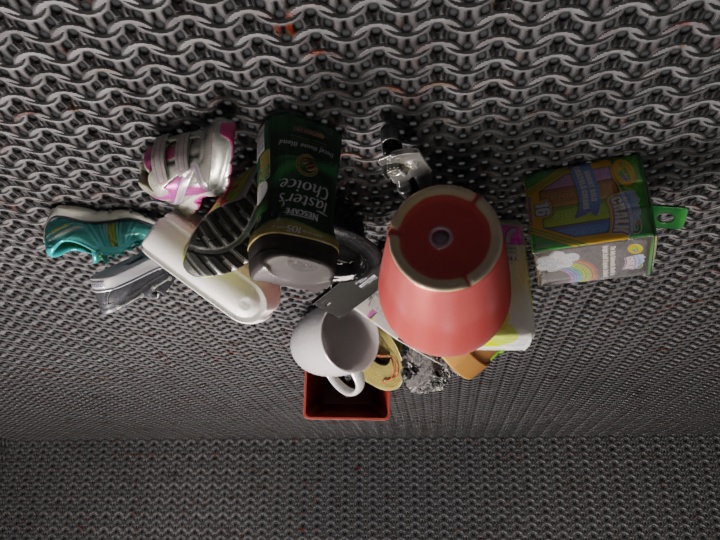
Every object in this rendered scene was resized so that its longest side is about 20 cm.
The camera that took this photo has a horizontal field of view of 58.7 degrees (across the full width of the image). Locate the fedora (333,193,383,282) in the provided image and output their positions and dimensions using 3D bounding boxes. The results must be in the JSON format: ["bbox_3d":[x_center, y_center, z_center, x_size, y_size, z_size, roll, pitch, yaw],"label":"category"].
[{"bbox_3d":[-0.062,-0.057,0.939,0.196,0.093,0.201,4,154,2],"label":"fedora"}]

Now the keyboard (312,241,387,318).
[{"bbox_3d":[0.000,0.000,1.097,0.199,0.040,0.104,-38,135,20],"label":"keyboard"}]

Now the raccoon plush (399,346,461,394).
[{"bbox_3d":[0.174,0.211,1.286,0.198,0.099,0.133,8,173,45],"label":"raccoon plush"}]

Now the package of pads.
[{"bbox_3d":[0.180,0.020,0.970,0.151,0.204,0.068,1,156,0],"label":"package of pads"}]

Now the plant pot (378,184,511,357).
[{"bbox_3d":[0.110,-0.007,0.846,0.196,0.204,0.178,-2,157,7],"label":"plant pot"}]

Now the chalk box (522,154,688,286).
[{"bbox_3d":[0.331,-0.067,0.869,0.196,0.126,0.125,-8,154,17],"label":"chalk box"}]

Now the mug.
[{"bbox_3d":[-0.056,0.171,1.338,0.147,0.203,0.174,-31,-174,-37],"label":"mug"}]

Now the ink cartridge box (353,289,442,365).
[{"bbox_3d":[0.071,0.084,1.154,0.199,0.068,0.116,34,-179,40],"label":"ink cartridge box"}]

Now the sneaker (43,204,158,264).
[{"bbox_3d":[-0.385,-0.046,0.990,0.196,0.081,0.078,3,157,-7],"label":"sneaker"}]

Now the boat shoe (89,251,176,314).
[{"bbox_3d":[-0.327,0.009,1.009,0.071,0.069,0.199,4,-157,33],"label":"boat shoe"}]

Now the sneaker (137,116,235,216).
[{"bbox_3d":[-0.219,-0.130,0.793,0.087,0.083,0.199,15,152,-34],"label":"sneaker"}]

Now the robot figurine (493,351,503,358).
[{"bbox_3d":[0.217,0.120,1.302,0.174,0.118,0.198,-26,145,36],"label":"robot figurine"}]

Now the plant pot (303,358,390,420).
[{"bbox_3d":[-0.030,0.255,1.540,0.195,0.204,0.176,1,167,0],"label":"plant pot"}]

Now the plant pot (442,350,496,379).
[{"bbox_3d":[0.189,0.061,1.092,0.139,0.202,0.199,-36,144,17],"label":"plant pot"}]

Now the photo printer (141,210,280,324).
[{"bbox_3d":[-0.201,-0.004,0.920,0.199,0.070,0.166,37,-174,-9],"label":"photo printer"}]

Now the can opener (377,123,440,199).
[{"bbox_3d":[0.070,-0.131,0.833,0.052,0.068,0.200,-12,166,16],"label":"can opener"}]

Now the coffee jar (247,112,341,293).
[{"bbox_3d":[-0.076,-0.077,0.756,0.103,0.204,0.085,12,155,-25],"label":"coffee jar"}]

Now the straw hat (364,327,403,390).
[{"bbox_3d":[0.044,0.158,1.409,0.085,0.203,0.200,-32,179,-38],"label":"straw hat"}]

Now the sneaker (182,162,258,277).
[{"bbox_3d":[-0.161,-0.065,0.824,0.089,0.201,0.079,-6,128,49],"label":"sneaker"}]
